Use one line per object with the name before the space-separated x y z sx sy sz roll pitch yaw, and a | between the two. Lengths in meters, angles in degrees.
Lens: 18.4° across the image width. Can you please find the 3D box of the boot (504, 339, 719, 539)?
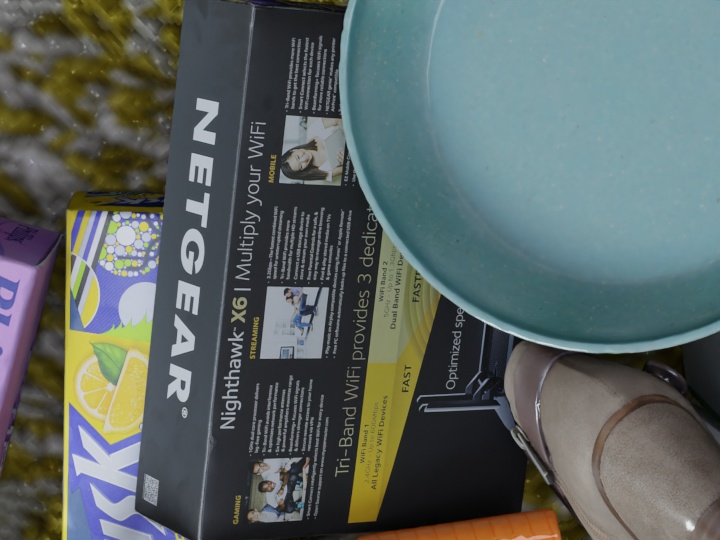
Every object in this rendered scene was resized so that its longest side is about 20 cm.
boot | 0.125 0.111 0.862 0.070 0.146 0.201 -34 135 -15

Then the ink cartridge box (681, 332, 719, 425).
ink cartridge box | 0.231 0.008 0.860 0.198 0.147 0.084 -9 98 -2

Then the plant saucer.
plant saucer | 0.091 -0.071 0.786 0.198 0.036 0.202 -1 87 17

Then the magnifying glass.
magnifying glass | -0.023 0.115 0.841 0.198 0.080 0.023 -10 80 -7

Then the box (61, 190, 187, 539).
box | -0.085 0.071 0.900 0.069 0.064 0.202 2 99 -2

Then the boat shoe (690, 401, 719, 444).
boat shoe | 0.183 0.132 0.915 0.200 0.071 0.064 43 94 -9

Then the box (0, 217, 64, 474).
box | -0.237 0.049 0.875 0.199 0.097 0.177 16 98 -5

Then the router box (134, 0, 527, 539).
router box | 0.000 0.000 0.860 0.156 0.052 0.202 2 99 -36
